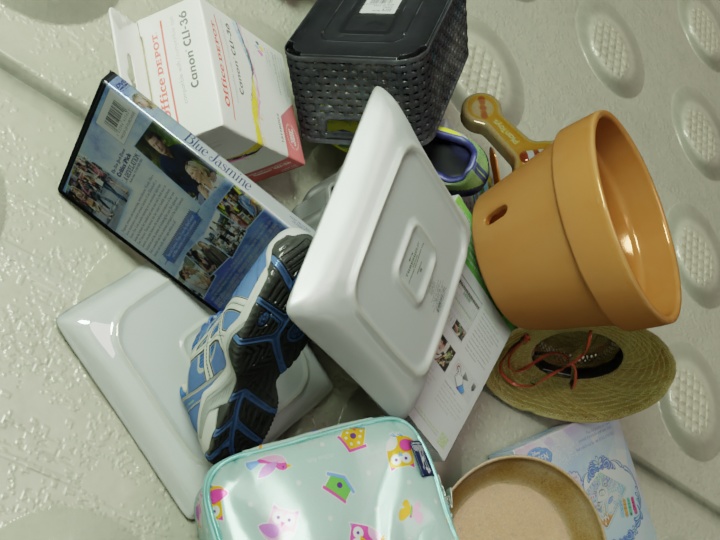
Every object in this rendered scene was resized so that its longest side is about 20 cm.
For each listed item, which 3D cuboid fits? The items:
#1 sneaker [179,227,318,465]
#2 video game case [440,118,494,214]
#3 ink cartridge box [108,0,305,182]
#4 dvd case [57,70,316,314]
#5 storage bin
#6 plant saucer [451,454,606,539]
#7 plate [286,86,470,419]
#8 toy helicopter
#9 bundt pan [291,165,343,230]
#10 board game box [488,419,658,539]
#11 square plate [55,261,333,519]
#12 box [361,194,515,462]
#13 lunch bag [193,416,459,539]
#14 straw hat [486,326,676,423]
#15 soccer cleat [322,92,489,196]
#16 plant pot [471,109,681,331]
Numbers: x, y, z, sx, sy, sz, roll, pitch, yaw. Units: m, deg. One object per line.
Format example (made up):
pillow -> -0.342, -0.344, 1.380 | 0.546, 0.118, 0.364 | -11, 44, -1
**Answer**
sneaker -> -0.090, 0.050, 0.684 | 0.075, 0.201, 0.077 | 1, 34, -47
video game case -> 0.122, -0.037, 0.992 | 0.182, 0.023, 0.202 | 33, 50, -59
ink cartridge box -> -0.127, -0.154, 0.786 | 0.200, 0.067, 0.118 | 12, 64, -68
dvd case -> -0.138, -0.045, 0.712 | 0.199, 0.143, 0.018 | 38, 47, -6
storage bin -> 0.023, -0.215, 0.883 | 0.201, 0.134, 0.094 | -66, 155, -44
plant saucer -> 0.153, 0.287, 0.905 | 0.198, 0.035, 0.203 | 4, 76, -17
plate -> 0.033, -0.006, 0.718 | 0.200, 0.032, 0.201 | 50, 52, -49
toy helicopter -> 0.172, -0.115, 0.981 | 0.132, 0.079, 0.200 | -34, 66, -14
bundt pan -> 0.000, 0.000, 0.870 | 0.201, 0.075, 0.204 | 23, 60, -47
board game box -> 0.247, 0.274, 1.017 | 0.199, 0.043, 0.201 | -10, 81, -42
square plate -> -0.127, 0.072, 0.785 | 0.200, 0.028, 0.199 | -39, 100, -41
box -> 0.073, 0.050, 0.833 | 0.145, 0.036, 0.201 | 53, 54, -26
lunch bag -> -0.019, 0.208, 0.704 | 0.198, 0.077, 0.162 | -10, 62, -22
straw hat -> 0.233, 0.076, 0.982 | 0.200, 0.200, 0.086 | 35, 42, -25
soccer cleat -> 0.036, -0.134, 0.895 | 0.199, 0.084, 0.065 | 26, 87, 15
plant pot -> 0.196, -0.029, 0.849 | 0.200, 0.139, 0.202 | 33, 47, -44
